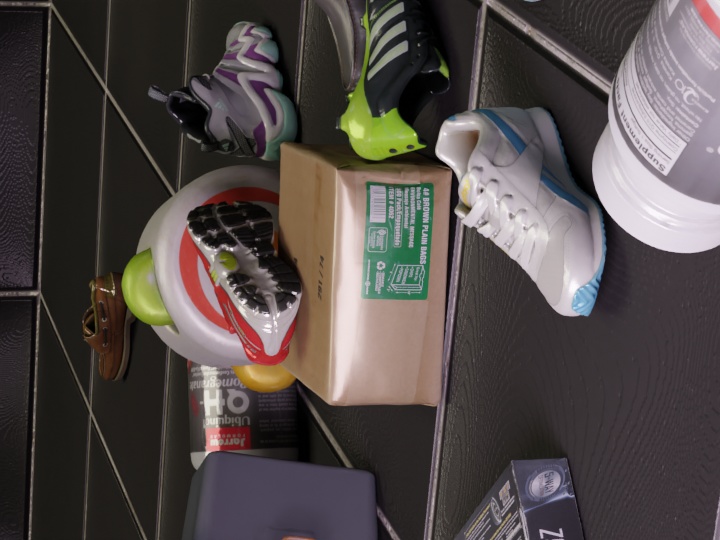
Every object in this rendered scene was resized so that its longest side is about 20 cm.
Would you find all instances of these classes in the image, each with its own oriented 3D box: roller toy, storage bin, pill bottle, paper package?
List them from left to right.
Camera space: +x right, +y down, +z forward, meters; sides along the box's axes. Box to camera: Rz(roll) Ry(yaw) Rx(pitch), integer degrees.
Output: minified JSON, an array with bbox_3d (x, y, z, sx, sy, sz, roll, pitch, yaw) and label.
[{"bbox_3d":[-0.116,0.000,2.141,0.183,0.199,0.140,-64,12,-14],"label":"roller toy"},{"bbox_3d":[-0.117,0.146,2.271,0.111,0.110,0.202,161,107,-72],"label":"pill bottle"},{"bbox_3d":[-0.071,0.239,2.008,0.146,0.199,0.135,125,150,-62],"label":"storage bin"},{"bbox_3d":[0.000,0.000,1.890,0.191,0.103,0.202,-149,60,-70],"label":"paper package"},{"bbox_3d":[0.200,-0.102,1.208,0.200,0.115,0.117,114,150,-56],"label":"pill bottle"}]

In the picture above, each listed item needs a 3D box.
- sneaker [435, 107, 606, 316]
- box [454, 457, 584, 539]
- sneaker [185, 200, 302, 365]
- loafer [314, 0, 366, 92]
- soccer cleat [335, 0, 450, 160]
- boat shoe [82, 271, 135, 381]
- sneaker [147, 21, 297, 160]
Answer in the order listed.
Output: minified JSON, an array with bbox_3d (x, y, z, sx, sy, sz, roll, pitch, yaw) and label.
[{"bbox_3d":[0.111,-0.038,1.561,0.200,0.080,0.077,-113,29,-48],"label":"sneaker"},{"bbox_3d":[0.113,0.249,1.635,0.200,0.043,0.161,116,148,-56],"label":"box"},{"bbox_3d":[-0.104,0.010,1.938,0.200,0.076,0.085,-114,23,-53],"label":"sneaker"},{"bbox_3d":[-0.022,-0.250,1.996,0.073,0.072,0.201,135,131,-66],"label":"loafer"},{"bbox_3d":[0.037,-0.180,1.835,0.068,0.081,0.201,47,-133,-54],"label":"soccer cleat"},{"bbox_3d":[-0.349,0.074,3.100,0.072,0.068,0.201,-110,24,-43],"label":"boat shoe"},{"bbox_3d":[-0.150,-0.188,2.303,0.201,0.139,0.078,-112,26,-48],"label":"sneaker"}]
